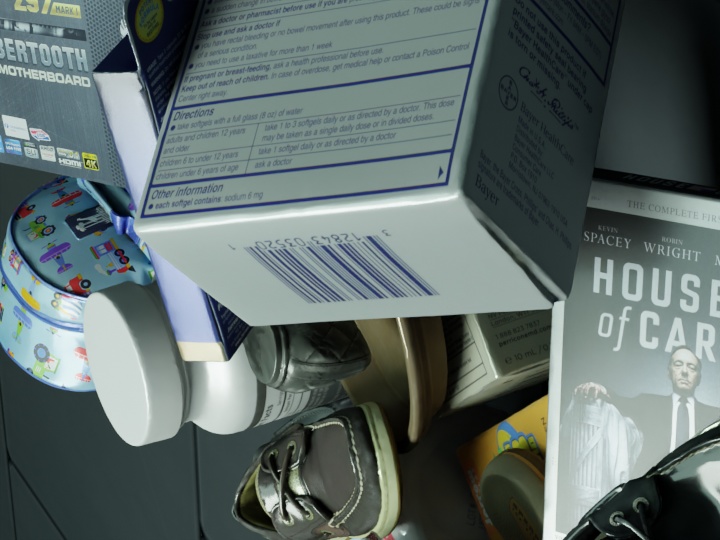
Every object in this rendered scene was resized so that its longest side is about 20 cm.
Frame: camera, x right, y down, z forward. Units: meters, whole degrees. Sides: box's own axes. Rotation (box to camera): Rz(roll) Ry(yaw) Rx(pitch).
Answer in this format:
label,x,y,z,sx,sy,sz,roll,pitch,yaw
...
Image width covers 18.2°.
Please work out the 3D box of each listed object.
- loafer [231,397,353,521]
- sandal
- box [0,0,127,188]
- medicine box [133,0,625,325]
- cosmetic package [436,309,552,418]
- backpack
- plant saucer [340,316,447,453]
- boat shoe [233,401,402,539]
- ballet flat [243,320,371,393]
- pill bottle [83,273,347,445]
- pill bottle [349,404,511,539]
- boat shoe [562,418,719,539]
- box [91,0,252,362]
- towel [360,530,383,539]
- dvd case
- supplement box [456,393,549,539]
label,x,y,z,sx,sy,sz,roll,pitch,yaw
loafer,-0.037,0.137,1.533,0.068,0.070,0.201,67,155,14
sandal,0.105,0.172,1.115,0.200,0.054,0.080,54,149,36
box,-0.145,-0.128,1.246,0.199,0.051,0.158,12,120,33
medicine box,0.015,-0.088,1.049,0.182,0.103,0.201,-5,59,35
cosmetic package,0.057,-0.035,1.201,0.201,0.087,0.103,69,159,8
backpack,-0.159,-0.012,1.545,0.183,0.199,0.135,52,148,41
plant saucer,0.000,0.000,1.205,0.200,0.029,0.201,161,90,-76
boat shoe,-0.026,0.122,1.249,0.200,0.065,0.073,127,134,-68
ballet flat,-0.048,0.003,1.248,0.200,0.057,0.067,-116,35,-50
pill bottle,-0.057,0.031,1.351,0.116,0.199,0.116,43,142,48
pill bottle,0.039,0.162,1.341,0.109,0.108,0.200,66,155,17
boat shoe,0.126,0.134,1.008,0.199,0.066,0.075,-42,74,36
box,-0.078,-0.070,1.119,0.032,0.121,0.201,2,124,24
towel,0.047,0.205,1.187,0.146,0.030,0.200,40,169,7
dvd case,0.154,0.061,1.027,0.150,0.025,0.201,12,109,35
supplement box,0.122,0.092,1.168,0.067,0.069,0.200,68,157,10
